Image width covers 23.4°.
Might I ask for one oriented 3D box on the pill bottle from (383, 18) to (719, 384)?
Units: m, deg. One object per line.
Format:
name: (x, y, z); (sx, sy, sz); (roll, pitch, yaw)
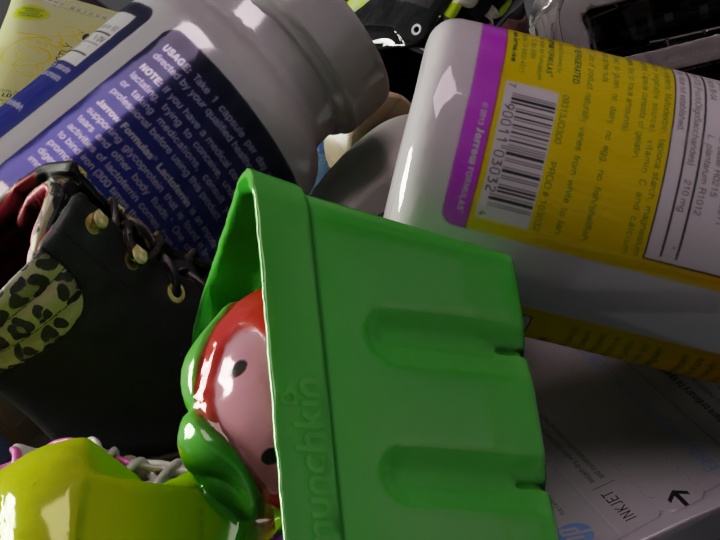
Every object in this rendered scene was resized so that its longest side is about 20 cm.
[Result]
pill bottle: (0.110, -0.017, 0.614); (0.199, 0.105, 0.104); (14, 33, -1)

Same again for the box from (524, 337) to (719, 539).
box: (0.111, 0.061, 0.674); (0.199, 0.041, 0.156); (-22, 29, -13)

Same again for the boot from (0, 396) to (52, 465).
boot: (-0.218, 0.025, 0.802); (0.199, 0.075, 0.097); (26, 50, 6)

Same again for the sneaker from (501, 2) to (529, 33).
sneaker: (0.045, -0.105, 0.945); (0.077, 0.082, 0.200); (-3, 32, 22)

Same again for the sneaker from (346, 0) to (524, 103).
sneaker: (0.054, -0.130, 0.860); (0.200, 0.072, 0.083); (-38, 40, 32)

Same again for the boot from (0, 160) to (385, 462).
boot: (-0.053, 0.007, 0.665); (0.203, 0.154, 0.074); (-39, 37, 6)

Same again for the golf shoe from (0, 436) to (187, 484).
golf shoe: (-0.081, 0.099, 0.637); (0.199, 0.092, 0.075); (-14, 39, 12)

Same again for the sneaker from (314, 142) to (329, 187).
sneaker: (-0.083, -0.040, 0.889); (0.078, 0.090, 0.200); (17, 42, 44)

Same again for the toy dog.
toy dog: (0.000, 0.000, 0.810); (0.200, 0.096, 0.132); (-36, 35, -6)

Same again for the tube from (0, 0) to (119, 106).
tube: (-0.174, -0.095, 0.918); (0.052, 0.058, 0.200); (-24, 29, 25)

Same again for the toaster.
toaster: (0.173, -0.110, 0.809); (0.199, 0.114, 0.129); (-10, 11, 26)

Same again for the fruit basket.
fruit basket: (-0.050, 0.088, 0.539); (0.215, 0.156, 0.216); (6, 61, -11)

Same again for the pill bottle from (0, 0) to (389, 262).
pill bottle: (-0.091, -0.048, 0.752); (0.200, 0.116, 0.116); (-41, 35, -12)
